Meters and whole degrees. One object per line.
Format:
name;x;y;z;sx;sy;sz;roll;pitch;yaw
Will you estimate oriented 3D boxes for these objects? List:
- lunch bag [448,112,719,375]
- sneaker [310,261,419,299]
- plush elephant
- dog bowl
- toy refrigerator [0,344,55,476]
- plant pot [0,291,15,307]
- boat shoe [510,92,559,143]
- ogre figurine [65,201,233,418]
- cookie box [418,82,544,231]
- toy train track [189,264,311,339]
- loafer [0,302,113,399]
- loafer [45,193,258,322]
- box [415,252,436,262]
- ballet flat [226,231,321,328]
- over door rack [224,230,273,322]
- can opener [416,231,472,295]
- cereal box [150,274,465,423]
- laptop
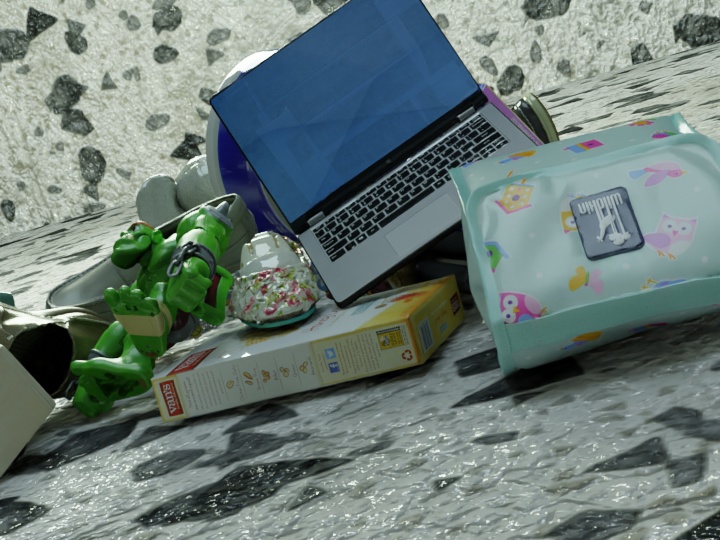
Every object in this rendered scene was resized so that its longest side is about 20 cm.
lunch bag;0.148;-0.015;0.904;0.168;0.123;0.200;-13;17;4
sneaker;0.000;0.000;1.243;0.089;0.076;0.200;-14;0;6
plush elephant;-0.160;-0.063;1.631;0.163;0.157;0.200;-17;8;-5
dog bowl;-0.057;-0.125;1.489;0.078;0.203;0.199;4;21;46
toy refrigerator;-0.316;0.110;1.091;0.199;0.070;0.076;-8;38;47
plant pot;-0.391;0.084;1.245;0.198;0.143;0.141;-13;6;-29
boat shoe;0.163;-0.119;1.551;0.066;0.072;0.201;-28;-15;-9
ogre figurine;-0.152;0.025;1.106;0.097;0.201;0.120;21;45;3
cookie box;0.062;-0.090;1.283;0.198;0.076;0.171;6;-22;41
toy train track;-0.129;0.041;1.291;0.198;0.033;0.115;-19;-12;-10
loafer;-0.246;0.070;1.167;0.067;0.077;0.199;28;9;32
loafer;-0.185;-0.010;1.280;0.198;0.070;0.070;-25;42;-10
box;0.111;-0.056;1.458;0.198;0.045;0.160;-14;10;18
ballet flat;-0.070;0.004;1.119;0.075;0.065;0.200;-14;4;-4
over door rack;-0.132;0.019;1.416;0.146;0.067;0.200;-15;-5;0
can opener;0.103;0.000;1.158;0.066;0.053;0.200;18;-3;-23
cereal box;-0.034;0.054;1.056;0.198;0.040;0.144;-14;8;18
laptop;0.008;-0.105;1.108;0.186;0.116;0.200;-35;30;1
